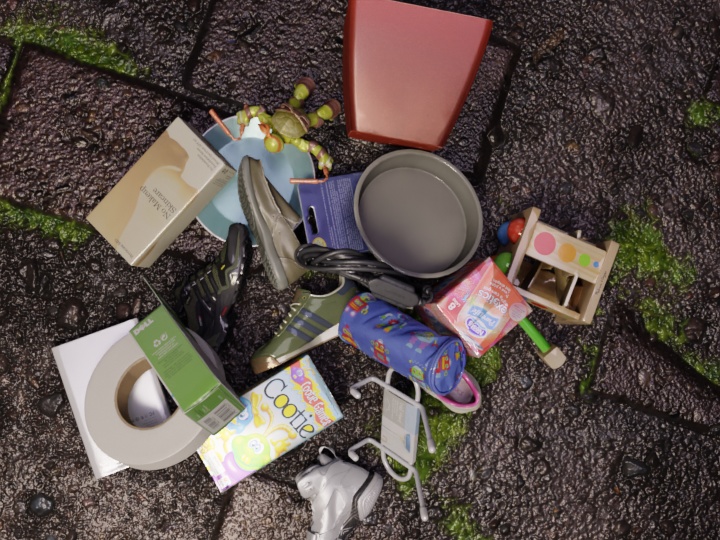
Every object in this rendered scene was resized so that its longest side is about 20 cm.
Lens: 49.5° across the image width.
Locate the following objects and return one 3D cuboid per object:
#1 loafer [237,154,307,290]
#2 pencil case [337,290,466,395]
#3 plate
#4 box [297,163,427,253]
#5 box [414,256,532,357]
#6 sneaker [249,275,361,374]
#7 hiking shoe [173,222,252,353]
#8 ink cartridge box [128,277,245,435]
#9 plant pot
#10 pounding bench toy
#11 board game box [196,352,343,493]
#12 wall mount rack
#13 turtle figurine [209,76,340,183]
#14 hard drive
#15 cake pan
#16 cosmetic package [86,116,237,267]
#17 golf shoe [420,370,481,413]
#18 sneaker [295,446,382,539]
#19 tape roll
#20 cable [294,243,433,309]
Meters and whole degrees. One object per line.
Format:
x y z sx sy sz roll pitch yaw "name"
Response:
-0.127 -0.075 1.146 0.069 0.075 0.202 -19 92 -18 "loafer"
0.057 0.097 1.079 0.086 0.199 0.079 -28 128 -33 "pencil case"
-0.166 -0.136 1.188 0.197 0.026 0.203 0 87 -4 "plate"
0.007 -0.089 1.184 0.198 0.032 0.123 -10 88 -15 "box"
0.152 0.053 1.116 0.102 0.200 0.095 -40 91 -5 "box"
-0.085 0.072 1.163 0.199 0.067 0.091 -25 92 -12 "sneaker"
-0.223 0.021 1.143 0.100 0.076 0.202 17 94 0 "hiking shoe"
-0.240 0.113 1.025 0.059 0.104 0.200 -38 62 -9 "ink cartridge box"
0.063 -0.273 1.139 0.197 0.200 0.178 9 96 -4 "plant pot"
0.259 0.027 1.164 0.154 0.124 0.202 22 86 -3 "pounding bench toy"
-0.136 0.215 1.132 0.199 0.105 0.104 -31 89 -6 "board game box"
0.056 0.244 1.102 0.074 0.173 0.202 -22 126 -39 "wall mount rack"
-0.107 -0.222 1.144 0.199 0.065 0.162 29 50 6 "turtle figurine"
-0.359 0.187 1.154 0.131 0.025 0.202 -19 89 -6 "hard drive"
0.082 -0.080 1.145 0.198 0.037 0.203 5 70 -15 "cake pan"
-0.287 -0.111 1.134 0.105 0.071 0.200 43 93 6 "cosmetic package"
0.102 0.142 1.163 0.199 0.092 0.076 33 86 -1 "golf shoe"
-0.062 0.362 1.148 0.114 0.075 0.201 35 80 -1 "sneaker"
-0.285 0.172 1.086 0.200 0.037 0.205 -6 62 11 "tape roll"
0.000 0.000 1.091 0.198 0.163 0.051 20 92 -16 "cable"
